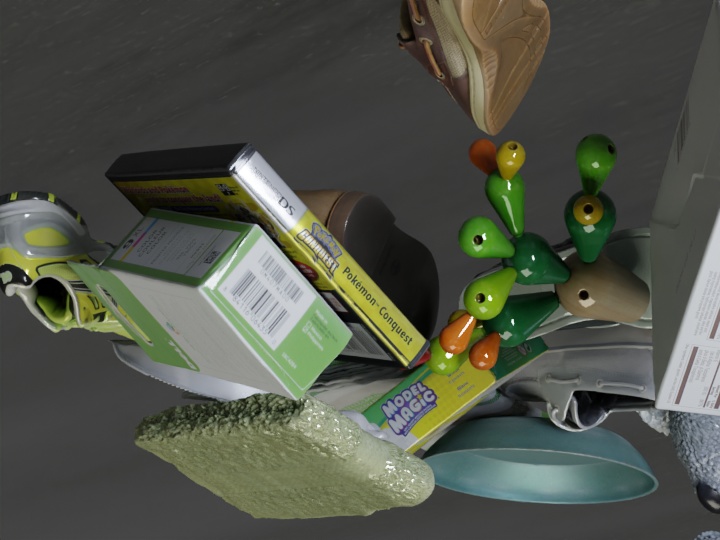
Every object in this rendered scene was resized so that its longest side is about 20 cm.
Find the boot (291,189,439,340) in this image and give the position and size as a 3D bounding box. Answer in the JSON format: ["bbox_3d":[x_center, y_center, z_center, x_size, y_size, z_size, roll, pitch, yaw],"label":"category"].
[{"bbox_3d":[0.000,0.000,1.428,0.075,0.074,0.200,13,155,30],"label":"boot"}]

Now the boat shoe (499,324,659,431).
[{"bbox_3d":[0.174,0.088,1.527,0.072,0.069,0.199,28,156,-37],"label":"boat shoe"}]

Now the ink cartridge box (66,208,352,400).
[{"bbox_3d":[-0.103,0.017,1.303,0.104,0.059,0.200,50,159,-26],"label":"ink cartridge box"}]

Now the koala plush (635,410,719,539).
[{"bbox_3d":[0.314,0.145,1.563,0.200,0.184,0.177,42,155,-20],"label":"koala plush"}]

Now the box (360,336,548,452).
[{"bbox_3d":[0.040,0.109,1.503,0.200,0.048,0.117,-42,171,25],"label":"box"}]

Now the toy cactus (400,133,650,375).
[{"bbox_3d":[0.119,-0.003,1.309,0.164,0.102,0.201,20,107,-37],"label":"toy cactus"}]

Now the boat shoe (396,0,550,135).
[{"bbox_3d":[0.057,-0.144,1.136,0.072,0.072,0.200,30,171,20],"label":"boat shoe"}]

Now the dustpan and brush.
[{"bbox_3d":[-0.068,0.087,1.440,0.199,0.058,0.139,4,178,27],"label":"dustpan and brush"}]

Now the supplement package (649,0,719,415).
[{"bbox_3d":[0.241,-0.034,1.155,0.110,0.156,0.201,7,139,-1],"label":"supplement package"}]

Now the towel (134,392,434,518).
[{"bbox_3d":[-0.057,0.132,1.413,0.148,0.037,0.199,35,150,-33],"label":"towel"}]

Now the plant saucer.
[{"bbox_3d":[0.145,0.154,1.628,0.198,0.036,0.200,4,162,1],"label":"plant saucer"}]

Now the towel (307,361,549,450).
[{"bbox_3d":[0.057,0.115,1.646,0.199,0.031,0.149,27,153,-35],"label":"towel"}]

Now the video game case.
[{"bbox_3d":[-0.065,-0.009,1.304,0.181,0.026,0.200,48,160,-22],"label":"video game case"}]

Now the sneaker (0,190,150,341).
[{"bbox_3d":[-0.209,0.017,1.473,0.075,0.077,0.200,-14,148,30],"label":"sneaker"}]

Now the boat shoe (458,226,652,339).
[{"bbox_3d":[0.168,0.005,1.395,0.199,0.076,0.060,-6,-169,15],"label":"boat shoe"}]
